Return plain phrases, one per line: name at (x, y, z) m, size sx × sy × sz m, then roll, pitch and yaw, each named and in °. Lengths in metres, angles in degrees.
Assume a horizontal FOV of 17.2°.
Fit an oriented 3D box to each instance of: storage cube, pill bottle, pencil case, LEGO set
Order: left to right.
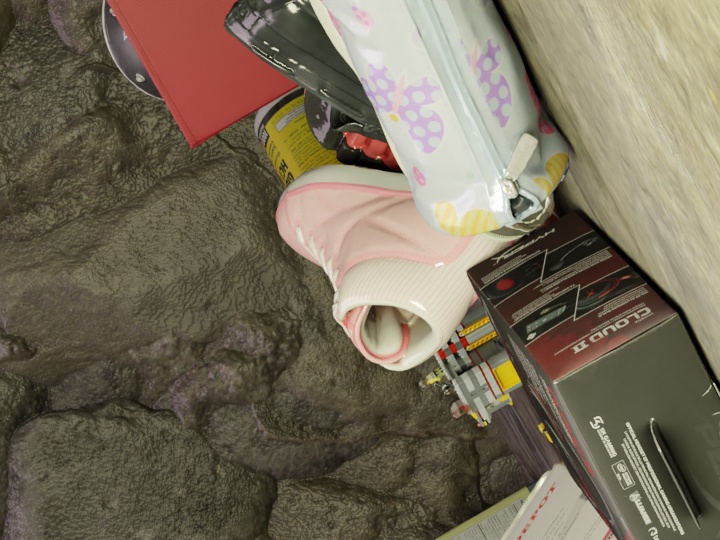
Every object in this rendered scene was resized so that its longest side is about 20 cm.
storage cube at (-0.129, -0.248, 2.145) m, size 0.200 × 0.180 × 0.171 m, roll 60°, pitch 179°, yaw -26°
pill bottle at (-0.029, -0.110, 2.639) m, size 0.200 × 0.112 × 0.112 m, roll 60°, pitch 178°, yaw 28°
pencil case at (0.032, -0.112, 1.169) m, size 0.091 × 0.083 × 0.200 m, roll -95°, pitch -20°, yaw -60°
LEGO set at (0.095, 0.058, 1.631) m, size 0.200 × 0.116 × 0.154 m, roll 59°, pitch 178°, yaw 44°

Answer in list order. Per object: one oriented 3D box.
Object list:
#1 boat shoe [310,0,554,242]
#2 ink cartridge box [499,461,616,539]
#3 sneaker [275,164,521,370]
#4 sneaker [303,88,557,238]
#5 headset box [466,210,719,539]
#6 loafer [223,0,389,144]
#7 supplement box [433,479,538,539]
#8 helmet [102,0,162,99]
boat shoe at (0.046, -0.097, 1.266) m, size 0.201 × 0.072 × 0.061 m, roll 53°, pitch 155°, yaw -19°
ink cartridge box at (0.148, 0.215, 1.538) m, size 0.085 × 0.146 × 0.200 m, roll 35°, pitch 175°, yaw -15°
sneaker at (0.000, 0.000, 1.384) m, size 0.200 × 0.105 × 0.075 m, roll 3°, pitch 147°, yaw 51°
sneaker at (0.064, -0.070, 1.424) m, size 0.200 × 0.087 × 0.074 m, roll 42°, pitch 144°, yaw 5°
headset box at (0.139, 0.072, 1.242) m, size 0.149 × 0.075 × 0.200 m, roll 62°, pitch 178°, yaw -22°
loafer at (0.012, -0.103, 1.331) m, size 0.201 × 0.070 × 0.068 m, roll 36°, pitch -146°, yaw -27°
supplement box at (0.191, 0.396, 3.227) m, size 0.134 × 0.200 × 0.200 m, roll 60°, pitch 178°, yaw 10°
helmet at (-0.159, -0.267, 2.329) m, size 0.200 × 0.200 × 0.191 m, roll 61°, pitch -179°, yaw -27°
